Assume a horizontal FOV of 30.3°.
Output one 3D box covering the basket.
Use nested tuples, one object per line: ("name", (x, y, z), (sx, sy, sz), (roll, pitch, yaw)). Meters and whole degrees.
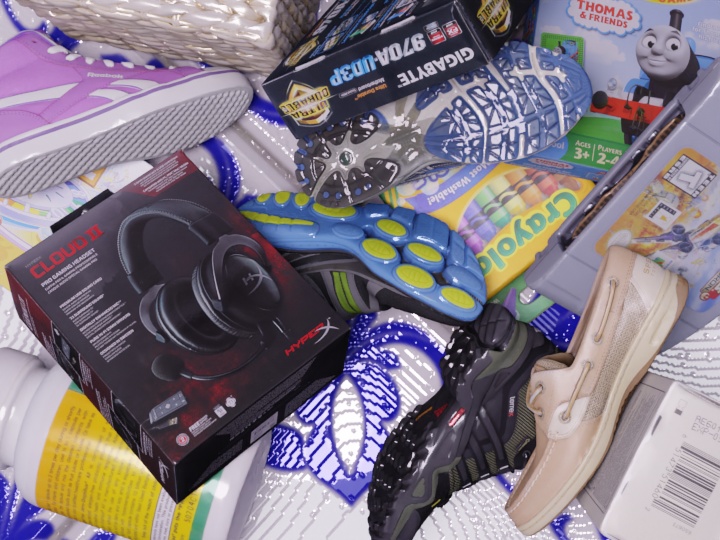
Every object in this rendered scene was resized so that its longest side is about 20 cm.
("basket", (-0.123, -0.233, 0.900), (0.199, 0.198, 0.162), (13, 91, 4))

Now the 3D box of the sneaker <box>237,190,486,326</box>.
("sneaker", (-0.001, 0.000, 0.930), (0.199, 0.071, 0.083), (14, 133, 26))

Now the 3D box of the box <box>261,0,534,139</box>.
("box", (0.045, -0.176, 0.861), (0.158, 0.200, 0.046), (-16, 118, 38))

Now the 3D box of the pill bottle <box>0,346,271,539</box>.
("pill bottle", (-0.172, 0.124, 0.933), (0.199, 0.113, 0.113), (18, 90, 5))

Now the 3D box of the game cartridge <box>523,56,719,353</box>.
("game cartridge", (0.221, -0.033, 0.893), (0.133, 0.042, 0.200), (29, 118, -18))

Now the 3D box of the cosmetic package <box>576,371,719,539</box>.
("cosmetic package", (0.195, 0.125, 0.865), (0.073, 0.200, 0.104), (27, 91, 5))

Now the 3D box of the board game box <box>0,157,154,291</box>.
("board game box", (-0.249, -0.060, 0.983), (0.199, 0.034, 0.135), (32, 90, 4))

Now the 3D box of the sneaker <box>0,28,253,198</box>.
("sneaker", (-0.183, -0.135, 0.942), (0.199, 0.073, 0.115), (-17, 68, -18))

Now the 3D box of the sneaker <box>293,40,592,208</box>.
("sneaker", (0.056, -0.100, 0.881), (0.199, 0.085, 0.078), (-14, 94, 16))

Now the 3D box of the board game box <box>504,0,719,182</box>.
("board game box", (0.189, -0.159, 0.926), (0.150, 0.037, 0.201), (11, 78, -9))

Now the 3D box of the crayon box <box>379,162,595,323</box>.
("crayon box", (0.086, -0.061, 0.952), (0.126, 0.052, 0.200), (-38, 87, 2))

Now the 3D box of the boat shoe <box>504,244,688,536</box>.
("boat shoe", (0.141, 0.079, 0.882), (0.064, 0.071, 0.201), (28, 96, -1))

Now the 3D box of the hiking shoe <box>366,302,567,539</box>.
("hiking shoe", (0.080, 0.127, 0.932), (0.100, 0.076, 0.201), (25, 108, -18))

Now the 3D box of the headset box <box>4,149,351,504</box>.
("headset box", (-0.127, 0.027, 0.886), (0.149, 0.077, 0.200), (-36, 71, -23))
